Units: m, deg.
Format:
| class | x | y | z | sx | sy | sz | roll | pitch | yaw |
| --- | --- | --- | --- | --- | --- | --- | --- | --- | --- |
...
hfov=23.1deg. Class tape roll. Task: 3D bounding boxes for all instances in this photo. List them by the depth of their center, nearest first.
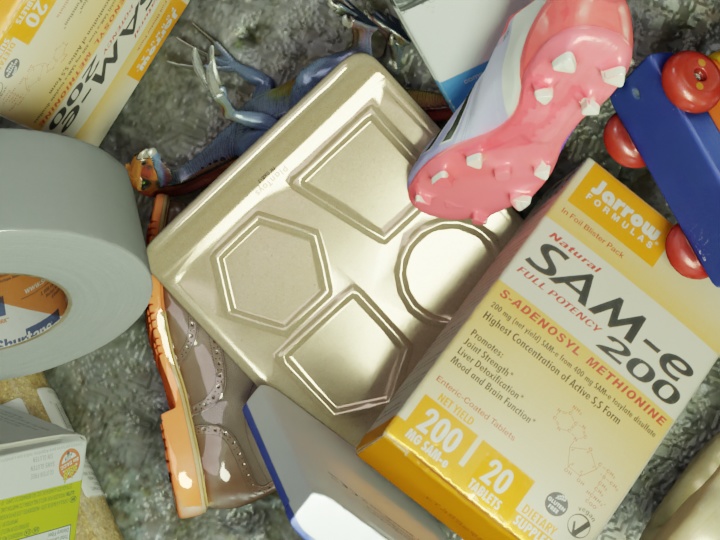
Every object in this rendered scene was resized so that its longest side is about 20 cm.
| class | x | y | z | sx | sy | sz | roll | pitch | yaw |
| --- | --- | --- | --- | --- | --- | --- | --- | --- | --- |
| tape roll | -0.222 | -0.003 | 1.004 | 0.200 | 0.200 | 0.066 | -19 | 66 | 12 |

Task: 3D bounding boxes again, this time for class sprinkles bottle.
| class | x | y | z | sx | sy | sz | roll | pitch | yaw |
| --- | --- | --- | --- | --- | --- | --- | --- | --- | --- |
| sprinkles bottle | -0.200 | 0.134 | 1.102 | 0.068 | 0.068 | 0.201 | -31 | 76 | 9 |

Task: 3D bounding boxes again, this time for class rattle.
| class | x | y | z | sx | sy | sz | roll | pitch | yaw |
| --- | --- | --- | --- | --- | --- | --- | --- | --- | --- |
| rattle | 0.209 | 0.161 | 0.933 | 0.130 | 0.200 | 0.143 | -34 | 98 | 36 |

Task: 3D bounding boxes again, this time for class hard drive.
| class | x | y | z | sx | sy | sz | roll | pitch | yaw |
| --- | --- | --- | --- | --- | --- | --- | --- | --- | --- |
| hard drive | 0.003 | 0.133 | 0.958 | 0.132 | 0.200 | 0.025 | 38 | 93 | -15 |

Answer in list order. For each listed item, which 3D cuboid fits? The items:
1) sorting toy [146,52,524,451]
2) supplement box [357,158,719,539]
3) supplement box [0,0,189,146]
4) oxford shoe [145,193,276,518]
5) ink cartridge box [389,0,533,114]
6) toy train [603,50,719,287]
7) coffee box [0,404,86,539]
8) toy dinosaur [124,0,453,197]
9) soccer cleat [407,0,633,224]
| class | x | y | z | sx | sy | sz | roll | pitch | yaw |
| --- | --- | --- | --- | --- | --- | --- | --- | --- | --- |
| sorting toy | 0.000 | 0.000 | 1.055 | 0.185 | 0.036 | 0.200 | -43 | 99 | 6 |
| supplement box | 0.109 | 0.057 | 0.972 | 0.126 | 0.074 | 0.200 | 38 | 70 | -2 |
| supplement box | -0.191 | -0.154 | 1.065 | 0.073 | 0.200 | 0.126 | 33 | 93 | 13 |
| oxford shoe | -0.094 | 0.049 | 1.094 | 0.073 | 0.071 | 0.201 | -8 | 84 | -7 |
| ink cartridge box | 0.042 | -0.203 | 0.989 | 0.083 | 0.200 | 0.145 | -23 | 48 | 11 |
| toy train | 0.192 | -0.101 | 0.954 | 0.115 | 0.085 | 0.201 | -21 | 77 | -27 |
| coffee box | -0.307 | 0.178 | 1.015 | 0.199 | 0.200 | 0.199 | 15 | 102 | 32 |
| toy dinosaur | -0.052 | -0.088 | 1.081 | 0.200 | 0.105 | 0.182 | 43 | 109 | 8 |
| soccer cleat | 0.085 | -0.093 | 0.955 | 0.066 | 0.200 | 0.077 | 15 | 59 | -17 |
